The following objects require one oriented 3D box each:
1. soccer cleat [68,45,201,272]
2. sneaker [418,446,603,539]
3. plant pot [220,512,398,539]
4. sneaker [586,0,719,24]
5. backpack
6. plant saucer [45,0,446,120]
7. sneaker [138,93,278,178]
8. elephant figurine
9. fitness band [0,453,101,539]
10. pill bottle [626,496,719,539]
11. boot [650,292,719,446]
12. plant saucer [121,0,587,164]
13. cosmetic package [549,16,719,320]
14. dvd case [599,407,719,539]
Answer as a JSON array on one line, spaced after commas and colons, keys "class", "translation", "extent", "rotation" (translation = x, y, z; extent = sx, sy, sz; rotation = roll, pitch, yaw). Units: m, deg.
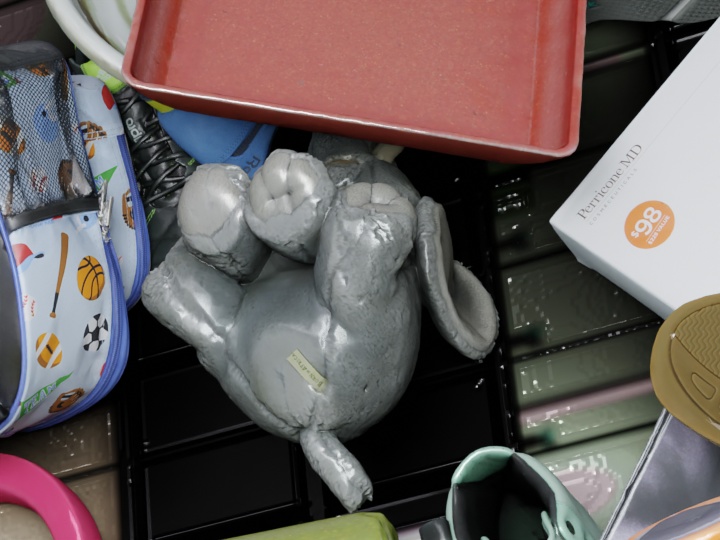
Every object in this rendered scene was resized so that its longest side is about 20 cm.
[{"class": "soccer cleat", "translation": [-0.112, -0.071, 1.274], "extent": [0.068, 0.081, 0.200], "rotation": [-29, 57, 10]}, {"class": "sneaker", "translation": [0.090, 0.166, 1.038], "extent": [0.074, 0.118, 0.200], "rotation": [-32, 58, 6]}, {"class": "plant pot", "translation": [-0.055, 0.192, 1.066], "extent": [0.184, 0.200, 0.200], "rotation": [-18, 58, 3]}, {"class": "sneaker", "translation": [0.121, -0.158, 1.216], "extent": [0.200, 0.070, 0.080], "rotation": [-13, 57, 19]}, {"class": "backpack", "translation": [-0.197, -0.007, 1.225], "extent": [0.200, 0.154, 0.191], "rotation": [-13, 85, 45]}, {"class": "plant saucer", "translation": [-0.055, -0.134, 1.191], "extent": [0.200, 0.050, 0.200], "rotation": [4, 51, -5]}, {"class": "sneaker", "translation": [-0.040, -0.123, 1.277], "extent": [0.066, 0.078, 0.200], "rotation": [-23, 28, 44]}, {"class": "elephant figurine", "translation": [0.000, 0.000, 1.171], "extent": [0.141, 0.200, 0.155], "rotation": [26, 104, 17]}, {"class": "fitness band", "translation": [-0.219, 0.170, 1.235], "extent": [0.200, 0.037, 0.144], "rotation": [-21, 56, 13]}, {"class": "pill bottle", "translation": [0.165, 0.185, 0.948], "extent": [0.106, 0.106, 0.200], "rotation": [-23, 92, 14]}, {"class": "boot", "translation": [0.225, 0.064, 1.000], "extent": [0.200, 0.155, 0.072], "rotation": [9, 80, 21]}, {"class": "plant saucer", "translation": [0.002, -0.129, 1.140], "extent": [0.200, 0.037, 0.200], "rotation": [10, 50, -3]}, {"class": "cosmetic package", "translation": [0.207, -0.052, 1.133], "extent": [0.151, 0.052, 0.200], "rotation": [36, 84, 36]}, {"class": "dvd case", "translation": [0.148, 0.167, 1.009], "extent": [0.200, 0.149, 0.016], "rotation": [-62, 13, -14]}]
